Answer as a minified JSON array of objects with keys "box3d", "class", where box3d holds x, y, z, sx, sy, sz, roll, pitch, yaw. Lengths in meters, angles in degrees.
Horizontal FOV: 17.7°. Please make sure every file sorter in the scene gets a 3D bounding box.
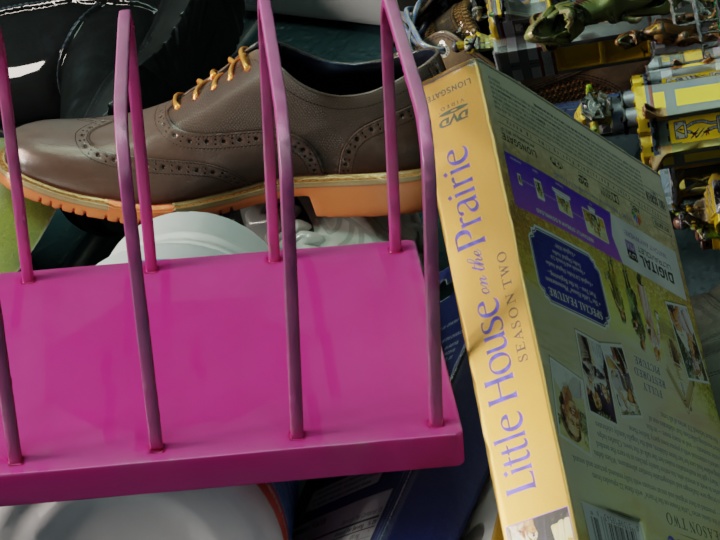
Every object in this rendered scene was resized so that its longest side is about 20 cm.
[{"box3d":[-0.074,-0.014,0.780,0.199,0.126,0.139,-5,28,-4],"class":"file sorter"}]

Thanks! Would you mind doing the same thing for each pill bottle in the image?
[{"box3d":[-0.076,0.058,0.897,0.112,0.113,0.200,-11,27,8],"class":"pill bottle"}]

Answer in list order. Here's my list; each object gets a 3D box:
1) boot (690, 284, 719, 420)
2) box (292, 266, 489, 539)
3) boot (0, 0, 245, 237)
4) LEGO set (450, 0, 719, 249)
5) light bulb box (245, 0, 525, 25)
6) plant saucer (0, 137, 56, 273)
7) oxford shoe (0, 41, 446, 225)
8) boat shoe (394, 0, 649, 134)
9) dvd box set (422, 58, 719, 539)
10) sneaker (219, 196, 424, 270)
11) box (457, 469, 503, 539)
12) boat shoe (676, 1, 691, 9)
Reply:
[{"box3d":[0.142,0.070,0.893,0.130,0.068,0.200,-17,34,12],"class":"boot"},{"box3d":[0.006,0.087,0.843,0.121,0.032,0.201,-32,30,63],"class":"box"},{"box3d":[-0.159,-0.091,1.170,0.162,0.074,0.199,0,45,24],"class":"boot"},{"box3d":[0.092,-0.098,0.970,0.115,0.154,0.201,-8,75,7],"class":"LEGO set"},{"box3d":[0.045,-0.232,1.215,0.199,0.125,0.198,11,46,28],"class":"light bulb box"},{"box3d":[-0.215,0.006,1.040,0.200,0.031,0.200,-36,24,18],"class":"plant saucer"},{"box3d":[-0.058,-0.065,0.992,0.199,0.073,0.071,-3,26,-5],"class":"oxford shoe"},{"box3d":[0.048,-0.097,1.100,0.199,0.073,0.072,-14,40,4],"class":"boat shoe"},{"box3d":[0.083,0.041,0.795,0.029,0.146,0.201,-23,65,27],"class":"dvd box set"},{"box3d":[0.000,0.000,1.012,0.081,0.075,0.200,-19,39,-17],"class":"sneaker"},{"box3d":[0.035,0.110,0.838,0.119,0.041,0.200,-46,20,42],"class":"box"},{"box3d":[0.175,-0.139,1.102,0.060,0.076,0.200,-21,40,4],"class":"boat shoe"}]
